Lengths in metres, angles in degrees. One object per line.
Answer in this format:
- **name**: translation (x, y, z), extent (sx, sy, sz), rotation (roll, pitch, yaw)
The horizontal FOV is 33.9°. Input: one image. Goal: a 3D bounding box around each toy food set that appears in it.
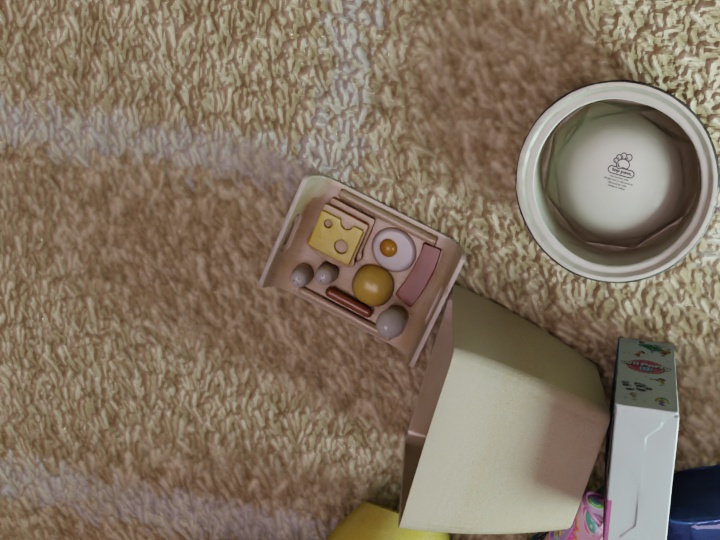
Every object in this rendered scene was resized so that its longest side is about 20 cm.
- **toy food set**: translation (0.000, 0.000, 1.295), extent (0.198, 0.060, 0.145), rotation (27, 110, 7)

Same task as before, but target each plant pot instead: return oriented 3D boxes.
- **plant pot**: translation (0.029, 0.343, 1.327), extent (0.198, 0.200, 0.144), rotation (16, 81, 11)
- **plant pot**: translation (0.152, 0.159, 1.234), extent (0.175, 0.200, 0.202), rotation (16, 109, 0)

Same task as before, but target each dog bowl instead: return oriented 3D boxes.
- **dog bowl**: translation (0.259, -0.094, 1.191), extent (0.197, 0.074, 0.203), rotation (4, 105, 15)

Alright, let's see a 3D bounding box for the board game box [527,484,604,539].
- **board game box**: translation (0.278, 0.365, 1.324), extent (0.151, 0.047, 0.200), rotation (-41, 92, 21)

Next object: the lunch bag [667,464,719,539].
- **lunch bag**: translation (0.401, 0.282, 1.219), extent (0.198, 0.136, 0.134), rotation (-13, 101, 18)

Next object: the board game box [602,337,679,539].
- **board game box**: translation (0.280, 0.170, 1.188), extent (0.063, 0.200, 0.150), rotation (6, 106, 12)

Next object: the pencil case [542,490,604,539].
- **pencil case**: translation (0.214, 0.330, 1.262), extent (0.087, 0.087, 0.201), rotation (37, 110, 3)
